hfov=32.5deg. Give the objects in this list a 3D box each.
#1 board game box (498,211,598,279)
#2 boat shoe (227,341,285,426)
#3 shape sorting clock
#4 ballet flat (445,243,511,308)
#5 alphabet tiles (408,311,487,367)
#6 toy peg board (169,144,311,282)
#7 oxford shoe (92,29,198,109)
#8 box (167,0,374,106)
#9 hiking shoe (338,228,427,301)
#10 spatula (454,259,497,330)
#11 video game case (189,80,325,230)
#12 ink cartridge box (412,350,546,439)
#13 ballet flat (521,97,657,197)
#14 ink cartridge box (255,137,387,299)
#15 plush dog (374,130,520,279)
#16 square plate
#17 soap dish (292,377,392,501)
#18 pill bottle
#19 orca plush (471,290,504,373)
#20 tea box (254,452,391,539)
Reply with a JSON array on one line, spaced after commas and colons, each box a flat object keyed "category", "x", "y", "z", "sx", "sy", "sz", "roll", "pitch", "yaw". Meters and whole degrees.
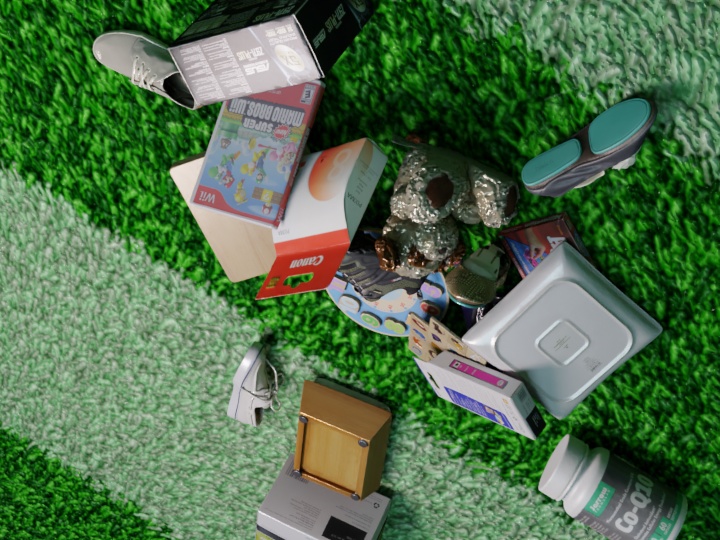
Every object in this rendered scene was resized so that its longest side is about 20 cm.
[{"category": "board game box", "x": 0.276, "y": 0.016, "z": 1.668, "sx": 0.102, "sy": 0.020, "sz": 0.201, "roll": -15, "pitch": 118, "yaw": 37}, {"category": "boat shoe", "x": -0.165, "y": 0.198, "z": 2.038, "sx": 0.085, "sy": 0.075, "sz": 0.203, "roll": 27, "pitch": 138, "yaw": 7}, {"category": "shape sorting clock", "x": 0.034, "y": 0.021, "z": 1.795, "sx": 0.197, "sy": 0.039, "sz": 0.202, "roll": 16, "pitch": 134, "yaw": 17}, {"category": "ballet flat", "x": 0.156, "y": -0.002, "z": 1.609, "sx": 0.070, "sy": 0.200, "sz": 0.066, "roll": 26, "pitch": 105, "yaw": 7}, {"category": "alphabet tiles", "x": 0.136, "y": 0.137, "z": 1.793, "sx": 0.166, "sy": 0.006, "sz": 0.201, "roll": 38, "pitch": 160, "yaw": 16}, {"category": "toy peg board", "x": -0.132, "y": -0.113, "z": 1.753, "sx": 0.197, "sy": 0.098, "sz": 0.202, "roll": -16, "pitch": 120, "yaw": 20}, {"category": "oxford shoe", "x": -0.289, "y": -0.278, "z": 1.707, "sx": 0.198, "sy": 0.058, "sz": 0.076, "roll": 23, "pitch": 138, "yaw": 12}, {"category": "box", "x": -0.107, "y": -0.294, "z": 1.512, "sx": 0.198, "sy": 0.164, "sz": 0.087, "roll": -7, "pitch": 124, "yaw": 33}, {"category": "hiking shoe", "x": 0.000, "y": 0.000, "z": 1.702, "sx": 0.197, "sy": 0.076, "sz": 0.102, "roll": 8, "pitch": 121, "yaw": -4}, {"category": "spatula", "x": 0.145, "y": 0.002, "z": 1.728, "sx": 0.056, "sy": 0.021, "sz": 0.202, "roll": -10, "pitch": 121, "yaw": 28}, {"category": "video game case", "x": -0.137, "y": -0.166, "z": 1.627, "sx": 0.141, "sy": 0.203, "sz": 0.017, "roll": 16, "pitch": 175, "yaw": 29}, {"category": "ink cartridge box", "x": 0.165, "y": 0.168, "z": 1.738, "sx": 0.199, "sy": 0.037, "sz": 0.095, "roll": 18, "pitch": 149, "yaw": 46}, {"category": "ballet flat", "x": 0.288, "y": -0.143, "z": 1.496, "sx": 0.199, "sy": 0.073, "sz": 0.073, "roll": -30, "pitch": 110, "yaw": 36}, {"category": "ink cartridge box", "x": -0.064, "y": -0.065, "z": 1.561, "sx": 0.050, "sy": 0.202, "sz": 0.161, "roll": 41, "pitch": 151, "yaw": -28}, {"category": "plush dog", "x": 0.083, "y": -0.071, "z": 1.598, "sx": 0.160, "sy": 0.198, "sz": 0.174, "roll": 37, "pitch": 114, "yaw": 38}, {"category": "square plate", "x": 0.272, "y": 0.090, "z": 1.658, "sx": 0.197, "sy": 0.029, "sz": 0.200, "roll": 38, "pitch": 112, "yaw": -17}, {"category": "soap dish", "x": -0.036, "y": 0.282, "z": 2.032, "sx": 0.155, "sy": 0.082, "sz": 0.202, "roll": 20, "pitch": 136, "yaw": 13}, {"category": "pill bottle", "x": 0.370, "y": 0.333, "z": 1.821, "sx": 0.198, "sy": 0.114, "sz": 0.114, "roll": 29, "pitch": 136, "yaw": 3}, {"category": "orca plush", "x": 0.204, "y": 0.114, "z": 1.734, "sx": 0.103, "sy": 0.072, "sz": 0.202, "roll": -6, "pitch": 131, "yaw": 5}, {"category": "tea box", "x": -0.070, "y": 0.455, "z": 2.152, "sx": 0.198, "sy": 0.134, "sz": 0.198, "roll": 24, "pitch": 141, "yaw": 9}]
